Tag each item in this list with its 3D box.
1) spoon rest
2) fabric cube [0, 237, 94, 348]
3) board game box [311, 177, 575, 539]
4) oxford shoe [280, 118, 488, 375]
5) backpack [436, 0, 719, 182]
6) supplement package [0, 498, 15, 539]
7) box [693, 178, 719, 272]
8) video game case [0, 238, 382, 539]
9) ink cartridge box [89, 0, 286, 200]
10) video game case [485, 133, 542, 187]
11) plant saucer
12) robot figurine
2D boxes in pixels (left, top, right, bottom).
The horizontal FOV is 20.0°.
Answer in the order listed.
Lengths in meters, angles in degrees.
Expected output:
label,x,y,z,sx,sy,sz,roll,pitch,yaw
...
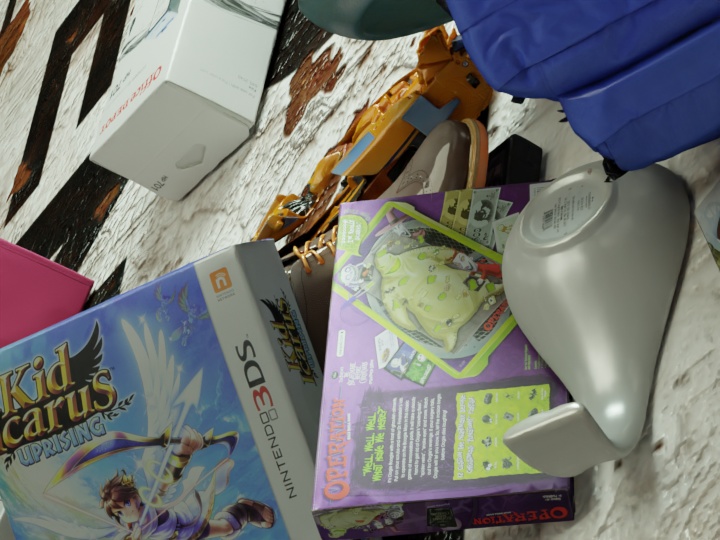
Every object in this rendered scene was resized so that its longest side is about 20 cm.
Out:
label,x,y,z,sx,sy,sz,roll,pitch,yaw
spoon rest,0.103,0.020,0.926,0.099,0.061,0.200,-23,32,28
fabric cube,-0.381,0.067,1.785,0.196,0.200,0.200,-8,59,63
board game box,0.042,0.039,0.984,0.032,0.120,0.200,79,-168,-45
oxford shoe,0.000,0.000,1.092,0.200,0.073,0.071,-60,22,8
backpack,0.116,-0.133,0.896,0.162,0.168,0.200,-22,4,12
supplement package,-0.188,0.231,1.220,0.201,0.155,0.111,-66,22,-7
box,0.201,-0.013,0.762,0.137,0.038,0.200,-54,24,24
video game case,-0.105,0.102,1.092,0.200,0.045,0.182,-23,83,27
ink cartridge box,-0.132,-0.180,1.648,0.146,0.086,0.201,-37,33,49
video game case,0.025,0.045,1.118,0.200,0.025,0.181,-40,32,47
plant saucer,0.062,-0.170,1.073,0.200,0.200,0.027,-35,78,51
robot figurine,0.001,-0.053,1.190,0.200,0.058,0.145,-48,7,10
